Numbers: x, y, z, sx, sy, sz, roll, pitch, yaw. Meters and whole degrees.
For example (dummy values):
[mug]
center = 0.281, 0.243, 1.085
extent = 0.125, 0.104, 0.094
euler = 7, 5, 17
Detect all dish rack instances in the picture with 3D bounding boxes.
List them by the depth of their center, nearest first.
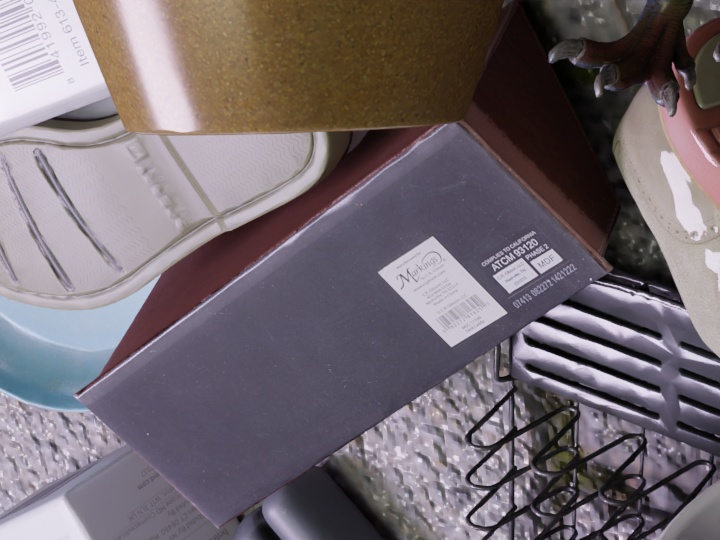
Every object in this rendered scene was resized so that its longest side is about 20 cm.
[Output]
[dish rack]
center = 0.095, 0.100, 0.901
extent = 0.153, 0.055, 0.200
euler = 19, 125, 32

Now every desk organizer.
[desk organizer]
center = 0.000, 0.000, 0.908
extent = 0.072, 0.077, 0.200
euler = 44, 129, -14

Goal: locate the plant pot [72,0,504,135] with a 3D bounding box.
[plant pot]
center = -0.021, -0.138, 0.714
extent = 0.186, 0.186, 0.201
euler = 2, 96, 41

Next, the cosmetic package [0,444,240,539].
[cosmetic package]
center = -0.071, 0.172, 1.080
extent = 0.101, 0.071, 0.200
euler = -26, 95, 47

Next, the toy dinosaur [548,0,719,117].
[toy dinosaur]
center = 0.107, -0.126, 0.670
extent = 0.200, 0.105, 0.182
euler = -107, 29, -58

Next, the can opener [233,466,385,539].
[can opener]
center = 0.019, 0.167, 0.998
extent = 0.200, 0.067, 0.053
euler = 49, 136, 9

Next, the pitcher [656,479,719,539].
[pitcher]
center = 0.049, 0.150, 0.809
extent = 0.200, 0.171, 0.121
euler = -35, 91, 44

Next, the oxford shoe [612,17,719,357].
[oxford shoe]
center = 0.147, 0.020, 0.807
extent = 0.200, 0.071, 0.074
euler = 60, 152, 6

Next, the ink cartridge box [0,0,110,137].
[ink cartridge box]
center = -0.132, -0.116, 0.857
extent = 0.200, 0.084, 0.145
euler = -17, 102, 33

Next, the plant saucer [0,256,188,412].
[plant saucer]
center = -0.135, -0.040, 1.047
extent = 0.200, 0.027, 0.201
euler = 21, 126, 32

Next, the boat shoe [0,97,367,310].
[boat shoe]
center = -0.067, -0.040, 0.932
extent = 0.200, 0.068, 0.075
euler = -14, 109, 40
